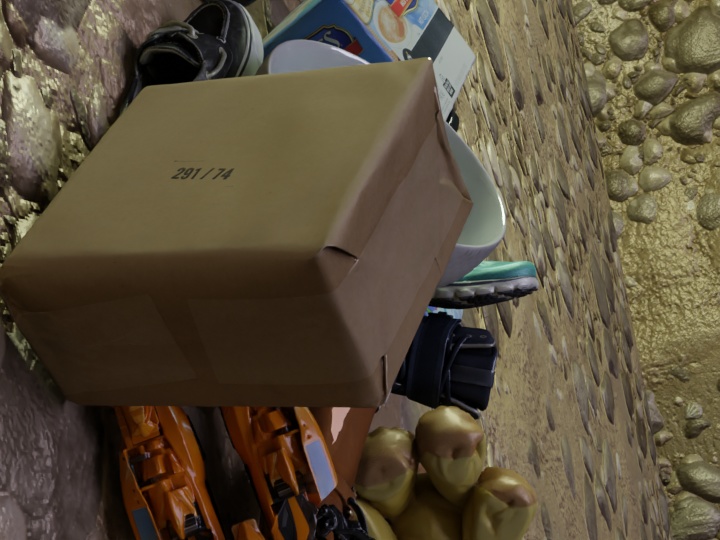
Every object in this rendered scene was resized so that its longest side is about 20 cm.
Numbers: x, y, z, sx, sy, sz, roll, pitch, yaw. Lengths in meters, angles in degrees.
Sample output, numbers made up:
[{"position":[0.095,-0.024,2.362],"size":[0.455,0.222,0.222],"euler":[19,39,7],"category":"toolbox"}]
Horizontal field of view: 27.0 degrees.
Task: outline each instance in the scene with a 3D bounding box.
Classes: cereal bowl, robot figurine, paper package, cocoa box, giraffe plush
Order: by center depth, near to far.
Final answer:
[{"position":[-0.061,-0.022,0.825],"size":[0.191,0.198,0.104],"euler":[-63,142,-45],"category":"paper package"},{"position":[-0.067,0.147,0.853],"size":[0.058,0.144,0.202],"euler":[103,-34,-80],"category":"robot figurine"},{"position":[-0.002,-0.058,1.011],"size":[0.199,0.083,0.201],"euler":[31,28,-18],"category":"cereal bowl"},{"position":[-0.007,-0.159,1.199],"size":[0.132,0.133,0.200],"euler":[51,24,-11],"category":"cocoa box"},{"position":[0.052,0.188,1.201],"size":[0.162,0.171,0.202],"euler":[-103,170,-71],"category":"giraffe plush"}]

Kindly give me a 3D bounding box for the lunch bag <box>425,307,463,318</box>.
[{"position":[0.038,-0.001,1.371],"size":[0.200,0.082,0.162],"euler":[-73,145,-61],"category":"lunch bag"}]

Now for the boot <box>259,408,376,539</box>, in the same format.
[{"position":[-0.030,0.120,0.950],"size":[0.156,0.076,0.202],"euler":[-80,-173,-62],"category":"boot"}]

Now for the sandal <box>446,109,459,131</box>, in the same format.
[{"position":[0.032,-0.081,1.245],"size":[0.045,0.200,0.075],"euler":[48,60,-8],"category":"sandal"}]

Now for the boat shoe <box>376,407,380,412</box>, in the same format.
[{"position":[0.000,0.000,1.079],"size":[0.093,0.074,0.201],"euler":[72,18,-48],"category":"boat shoe"}]

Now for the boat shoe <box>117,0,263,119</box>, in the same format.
[{"position":[-0.114,-0.131,0.999],"size":[0.201,0.070,0.064],"euler":[-80,153,-46],"category":"boat shoe"}]

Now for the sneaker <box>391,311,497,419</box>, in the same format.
[{"position":[0.029,0.068,1.176],"size":[0.202,0.145,0.078],"euler":[-1,106,-71],"category":"sneaker"}]

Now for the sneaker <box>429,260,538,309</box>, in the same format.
[{"position":[0.047,-0.013,1.206],"size":[0.077,0.198,0.081],"euler":[14,85,-69],"category":"sneaker"}]

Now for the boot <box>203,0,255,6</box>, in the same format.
[{"position":[-0.053,-0.258,1.102],"size":[0.200,0.172,0.070],"euler":[16,63,-70],"category":"boot"}]
